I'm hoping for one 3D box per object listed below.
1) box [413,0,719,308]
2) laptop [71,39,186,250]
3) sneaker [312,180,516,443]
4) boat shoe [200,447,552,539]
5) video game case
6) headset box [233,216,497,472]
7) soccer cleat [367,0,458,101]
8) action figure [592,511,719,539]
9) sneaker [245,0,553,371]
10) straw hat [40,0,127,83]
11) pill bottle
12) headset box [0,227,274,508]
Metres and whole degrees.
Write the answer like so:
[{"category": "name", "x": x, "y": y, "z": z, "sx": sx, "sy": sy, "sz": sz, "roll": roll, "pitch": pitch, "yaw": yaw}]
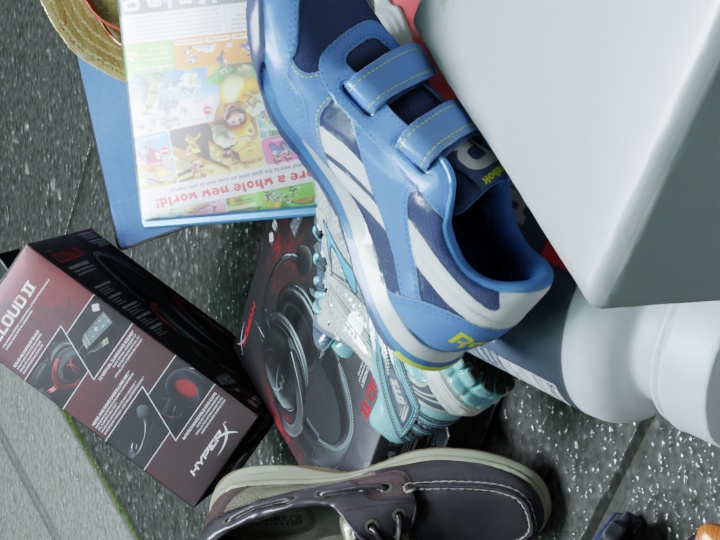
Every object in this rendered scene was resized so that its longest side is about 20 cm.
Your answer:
[{"category": "box", "x": 0.156, "y": -0.122, "z": 0.992, "sx": 0.200, "sy": 0.171, "sz": 0.200, "roll": 60, "pitch": 142, "yaw": 40}, {"category": "laptop", "x": -0.101, "y": -0.143, "z": 1.525, "sx": 0.200, "sy": 0.115, "sz": 0.188, "roll": 125, "pitch": 134, "yaw": -61}, {"category": "sneaker", "x": 0.000, "y": 0.000, "z": 1.257, "sx": 0.086, "sy": 0.077, "sz": 0.201, "roll": -37, "pitch": 65, "yaw": 24}, {"category": "boat shoe", "x": 0.005, "y": 0.143, "z": 1.305, "sx": 0.065, "sy": 0.199, "sz": 0.072, "roll": -65, "pitch": -32, "yaw": -55}, {"category": "video game case", "x": -0.069, "y": -0.129, "z": 1.357, "sx": 0.142, "sy": 0.018, "sz": 0.201, "roll": -4, "pitch": 95, "yaw": 18}, {"category": "headset box", "x": 0.008, "y": 0.050, "z": 1.388, "sx": 0.200, "sy": 0.077, "sz": 0.149, "roll": 59, "pitch": 141, "yaw": 44}, {"category": "soccer cleat", "x": 0.037, "y": -0.138, "z": 1.174, "sx": 0.200, "sy": 0.073, "sz": 0.068, "roll": -99, "pitch": -3, "yaw": -56}, {"category": "action figure", "x": 0.123, "y": 0.196, "z": 1.132, "sx": 0.105, "sy": 0.200, "sz": 0.194, "roll": 41, "pitch": 149, "yaw": 3}, {"category": "sneaker", "x": 0.021, "y": -0.057, "z": 1.047, "sx": 0.082, "sy": 0.074, "sz": 0.201, "roll": -22, "pitch": 100, "yaw": 45}, {"category": "straw hat", "x": -0.101, "y": -0.208, "z": 1.418, "sx": 0.085, "sy": 0.200, "sz": 0.202, "roll": -37, "pitch": -54, "yaw": -82}, {"category": "pill bottle", "x": 0.110, "y": 0.003, "z": 1.115, "sx": 0.200, "sy": 0.119, "sz": 0.120, "roll": 26, "pitch": 117, "yaw": 37}, {"category": "headset box", "x": -0.149, "y": 0.051, "z": 1.501, "sx": 0.075, "sy": 0.200, "sz": 0.149, "roll": -55, "pitch": -5, "yaw": 9}]
